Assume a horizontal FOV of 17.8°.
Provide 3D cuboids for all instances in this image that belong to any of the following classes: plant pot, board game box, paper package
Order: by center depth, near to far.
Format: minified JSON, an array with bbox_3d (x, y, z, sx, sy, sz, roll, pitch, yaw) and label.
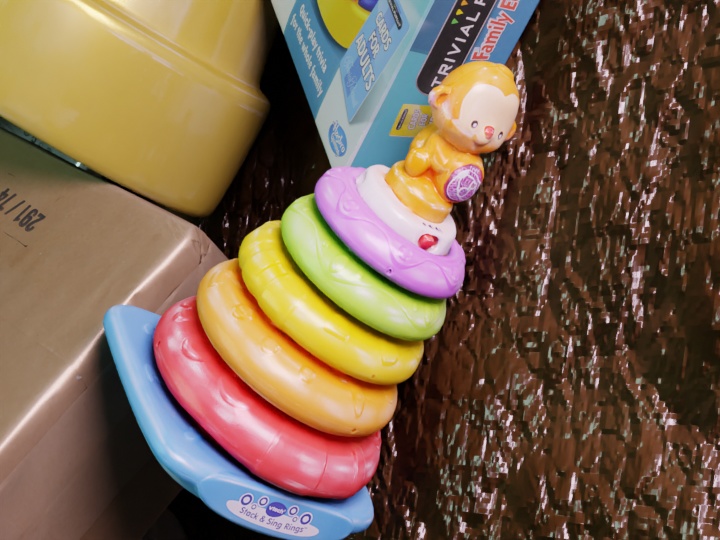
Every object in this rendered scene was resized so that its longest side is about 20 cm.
[{"bbox_3d":[0.032,-0.154,0.939,0.201,0.047,0.152,-62,30,31],"label":"board game box"},{"bbox_3d":[-0.164,0.045,1.048,0.199,0.104,0.191,23,65,43],"label":"paper package"},{"bbox_3d":[-0.110,-0.156,1.086,0.190,0.200,0.201,-59,28,3],"label":"plant pot"}]

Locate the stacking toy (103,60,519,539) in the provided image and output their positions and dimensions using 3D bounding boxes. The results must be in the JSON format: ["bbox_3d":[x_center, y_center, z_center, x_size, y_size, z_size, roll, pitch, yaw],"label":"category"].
[{"bbox_3d":[0.000,0.000,0.908,0.200,0.116,0.110,-52,40,20],"label":"stacking toy"}]

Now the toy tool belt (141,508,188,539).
[{"bbox_3d":[-0.167,0.134,1.147,0.123,0.124,0.200,-58,31,21],"label":"toy tool belt"}]

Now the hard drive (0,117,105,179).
[{"bbox_3d":[-0.161,-0.116,1.237,0.132,0.025,0.201,44,108,31],"label":"hard drive"}]

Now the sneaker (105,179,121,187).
[{"bbox_3d":[-0.182,-0.105,1.323,0.099,0.074,0.202,-26,57,58],"label":"sneaker"}]
